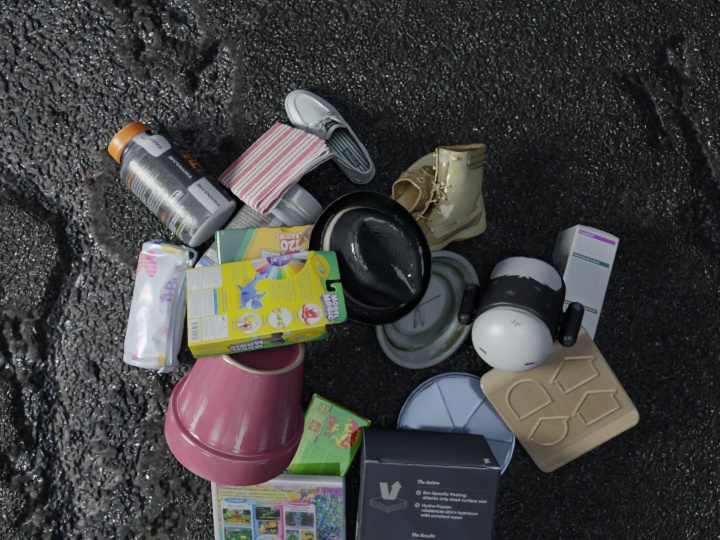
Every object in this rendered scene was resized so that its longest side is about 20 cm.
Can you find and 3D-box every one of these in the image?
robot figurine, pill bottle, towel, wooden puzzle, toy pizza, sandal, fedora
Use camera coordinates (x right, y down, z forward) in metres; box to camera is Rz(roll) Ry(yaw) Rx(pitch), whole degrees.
[{"bbox_3d":[0.244,0.062,0.973,0.125,0.150,0.200,43,50,-19],"label":"robot figurine"},{"bbox_3d":[-0.300,-0.140,0.997,0.200,0.106,0.106,45,82,-1],"label":"pill bottle"},{"bbox_3d":[-0.138,-0.162,0.990,0.146,0.200,0.030,-44,125,-8],"label":"towel"},{"bbox_3d":[0.317,0.202,1.018,0.185,0.046,0.200,-34,102,11],"label":"wooden puzzle"},{"bbox_3d":[0.155,0.267,1.041,0.199,0.032,0.201,1,85,-7],"label":"toy pizza"},{"bbox_3d":[0.082,-0.123,1.053,0.212,0.070,0.078,-43,90,-8],"label":"sandal"},{"bbox_3d":[-0.156,-0.046,0.999,0.114,0.114,0.200,38,82,-1],"label":"pill bottle"},{"bbox_3d":[0.026,-0.015,0.887,0.200,0.092,0.202,-1,93,-17],"label":"fedora"}]

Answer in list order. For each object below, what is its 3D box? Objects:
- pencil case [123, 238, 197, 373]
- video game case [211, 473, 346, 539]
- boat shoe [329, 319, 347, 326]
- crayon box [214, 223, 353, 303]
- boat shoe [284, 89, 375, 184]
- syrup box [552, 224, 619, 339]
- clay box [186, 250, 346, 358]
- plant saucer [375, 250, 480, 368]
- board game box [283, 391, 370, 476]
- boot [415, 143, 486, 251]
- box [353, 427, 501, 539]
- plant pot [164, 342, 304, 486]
[{"bbox_3d":[-0.308,0.055,0.987,0.090,0.083,0.201,8,84,16],"label":"pencil case"},{"bbox_3d":[-0.121,0.391,0.957,0.199,0.024,0.183,1,104,5],"label":"video game case"},{"bbox_3d":[0.000,0.000,1.016,0.075,0.068,0.201,25,93,-2],"label":"boat shoe"},{"bbox_3d":[-0.107,-0.005,0.926,0.199,0.058,0.119,-5,94,-17],"label":"crayon box"},{"bbox_3d":[-0.045,-0.231,1.053,0.200,0.067,0.074,43,81,0],"label":"boat shoe"},{"bbox_3d":[0.357,0.032,1.061,0.081,0.079,0.201,19,82,-4],"label":"syrup box"},{"bbox_3d":[-0.122,0.042,0.830,0.199,0.048,0.115,-7,59,-5],"label":"clay box"},{"bbox_3d":[0.102,0.058,1.023,0.199,0.050,0.201,-11,114,-27],"label":"plant saucer"},{"bbox_3d":[-0.073,0.306,1.004,0.101,0.048,0.201,27,83,-3],"label":"board game box"},{"bbox_3d":[0.122,-0.115,1.003,0.199,0.073,0.156,-18,120,-28],"label":"boot"},{"bbox_3d":[0.093,0.356,0.954,0.196,0.117,0.201,4,100,-2],"label":"box"},{"bbox_3d":[-0.163,0.170,0.902,0.199,0.200,0.179,19,119,-4],"label":"plant pot"}]
